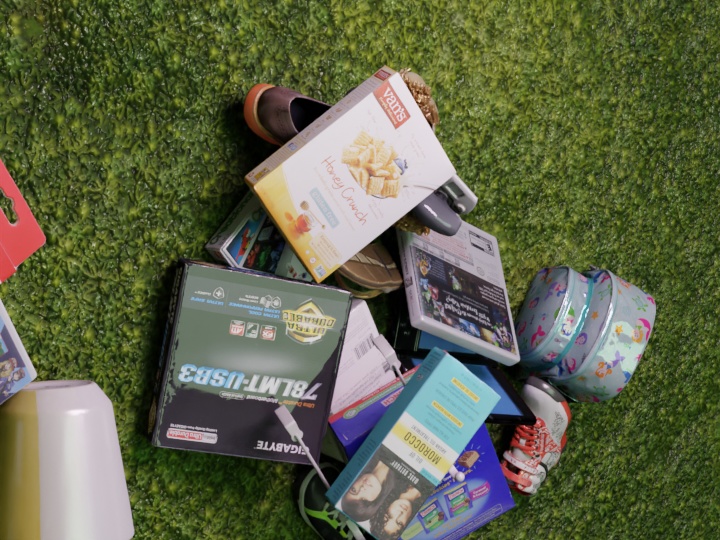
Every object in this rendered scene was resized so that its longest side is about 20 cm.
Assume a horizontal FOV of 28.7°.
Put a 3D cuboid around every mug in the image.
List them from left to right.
[{"bbox_3d":[-0.310,0.190,1.369,0.185,0.148,0.156,-3,92,-49],"label":"mug"}]

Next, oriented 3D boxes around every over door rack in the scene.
[{"bbox_3d":[0.016,0.197,1.541,0.147,0.067,0.201,-34,115,-8],"label":"over door rack"}]

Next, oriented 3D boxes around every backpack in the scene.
[{"bbox_3d":[0.296,0.083,1.885,0.149,0.199,0.179,30,78,-22],"label":"backpack"}]

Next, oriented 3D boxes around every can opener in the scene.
[{"bbox_3d":[0.053,-0.123,1.585,0.200,0.053,0.067,45,52,-20],"label":"can opener"}]

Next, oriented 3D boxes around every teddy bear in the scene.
[{"bbox_3d":[0.054,-0.141,1.684,0.145,0.066,0.203,20,71,-73],"label":"teddy bear"}]

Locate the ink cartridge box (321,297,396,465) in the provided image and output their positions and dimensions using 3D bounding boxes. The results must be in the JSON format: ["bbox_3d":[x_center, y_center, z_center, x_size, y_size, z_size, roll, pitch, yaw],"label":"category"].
[{"bbox_3d":[-0.020,0.142,1.681,0.116,0.067,0.202,-38,122,-28],"label":"ink cartridge box"}]

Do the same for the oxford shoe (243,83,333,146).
[{"bbox_3d":[-0.039,-0.145,1.558,0.199,0.072,0.072,22,80,-46],"label":"oxford shoe"}]

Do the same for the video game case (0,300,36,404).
[{"bbox_3d":[-0.399,0.065,1.248,0.182,0.023,0.202,-38,124,-31],"label":"video game case"}]

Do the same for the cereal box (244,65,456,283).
[{"bbox_3d":[-0.009,-0.103,1.518,0.199,0.040,0.145,-39,121,-6],"label":"cereal box"}]

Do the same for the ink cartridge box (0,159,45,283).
[{"bbox_3d":[-0.400,-0.015,1.291,0.200,0.067,0.117,-43,125,-29],"label":"ink cartridge box"}]

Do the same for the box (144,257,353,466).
[{"bbox_3d":[-0.122,0.102,1.542,0.197,0.050,0.202,11,93,-21],"label":"box"}]

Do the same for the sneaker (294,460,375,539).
[{"bbox_3d":[-0.010,0.315,1.714,0.072,0.082,0.202,-43,125,-29],"label":"sneaker"}]

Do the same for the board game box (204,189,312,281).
[{"bbox_3d":[-0.078,-0.056,1.612,0.201,0.034,0.127,-53,128,-23],"label":"board game box"}]

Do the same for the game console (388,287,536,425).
[{"bbox_3d":[0.141,0.096,1.792,0.198,0.118,0.175,9,93,-44],"label":"game console"}]

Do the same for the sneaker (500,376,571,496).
[{"bbox_3d":[0.230,0.233,1.904,0.108,0.067,0.202,-51,153,-21],"label":"sneaker"}]

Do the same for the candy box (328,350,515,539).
[{"bbox_3d":[0.072,0.225,1.655,0.167,0.077,0.202,-27,119,-11],"label":"candy box"}]

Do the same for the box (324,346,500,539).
[{"bbox_3d":[0.055,0.187,1.497,0.082,0.049,0.201,37,86,-14],"label":"box"}]

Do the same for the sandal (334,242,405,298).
[{"bbox_3d":[0.000,0.000,1.655,0.054,0.081,0.200,-36,163,13],"label":"sandal"}]

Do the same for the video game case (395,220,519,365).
[{"bbox_3d":[0.119,0.011,1.758,0.199,0.023,0.184,24,48,-44],"label":"video game case"}]
